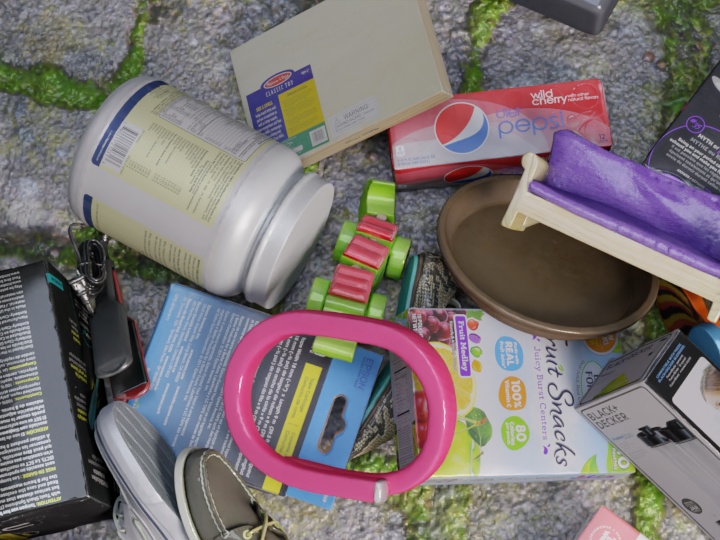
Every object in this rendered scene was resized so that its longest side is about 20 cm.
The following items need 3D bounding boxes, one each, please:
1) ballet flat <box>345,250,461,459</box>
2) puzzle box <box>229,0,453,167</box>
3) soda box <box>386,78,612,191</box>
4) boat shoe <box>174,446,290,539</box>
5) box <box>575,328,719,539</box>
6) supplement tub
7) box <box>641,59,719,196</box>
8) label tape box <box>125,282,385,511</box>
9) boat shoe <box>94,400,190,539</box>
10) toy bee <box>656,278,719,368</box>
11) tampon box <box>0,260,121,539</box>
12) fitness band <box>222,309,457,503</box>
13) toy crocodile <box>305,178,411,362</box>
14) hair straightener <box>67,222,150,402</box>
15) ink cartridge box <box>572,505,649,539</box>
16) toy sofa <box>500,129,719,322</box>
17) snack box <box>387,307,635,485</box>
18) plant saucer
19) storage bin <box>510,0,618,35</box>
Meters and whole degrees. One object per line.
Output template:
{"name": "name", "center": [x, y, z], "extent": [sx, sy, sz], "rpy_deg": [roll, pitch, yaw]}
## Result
{"name": "ballet flat", "center": [0.049, 0.082, 1.192], "extent": [0.075, 0.068, 0.201], "rpy_deg": [23, 74, -7]}
{"name": "puzzle box", "center": [-0.022, -0.179, 1.237], "extent": [0.199, 0.025, 0.134], "rpy_deg": [-22, 73, 26]}
{"name": "soda box", "center": [0.124, -0.123, 1.243], "extent": [0.198, 0.063, 0.071], "rpy_deg": [-7, 74, 1]}
{"name": "boat shoe", "center": [-0.086, 0.229, 1.111], "extent": [0.060, 0.072, 0.203], "rpy_deg": [-16, 105, 34]}
{"name": "box", "center": [0.284, 0.148, 1.107], "extent": [0.200, 0.117, 0.060], "rpy_deg": [44, 65, -4]}
{"name": "supplement tub", "center": [-0.138, -0.066, 1.193], "extent": [0.199, 0.145, 0.146], "rpy_deg": [28, 77, 9]}
{"name": "box", "center": [0.345, -0.116, 1.210], "extent": [0.122, 0.106, 0.200], "rpy_deg": [37, 79, 12]}
{"name": "label tape box", "center": [-0.093, 0.113, 1.184], "extent": [0.199, 0.063, 0.145], "rpy_deg": [18, 77, 7]}
{"name": "boat shoe", "center": [-0.172, 0.203, 1.123], "extent": [0.066, 0.074, 0.201], "rpy_deg": [-28, 104, 13]}
{"name": "toy bee", "center": [0.310, 0.085, 1.166], "extent": [0.130, 0.109, 0.201], "rpy_deg": [-3, 45, -5]}
{"name": "tampon box", "center": [-0.287, 0.117, 1.145], "extent": [0.125, 0.150, 0.201], "rpy_deg": [-13, 74, -1]}
{"name": "fitness band", "center": [-0.020, 0.106, 1.091], "extent": [0.199, 0.037, 0.145], "rpy_deg": [7, 95, 25]}
{"name": "toy crocodile", "center": [0.000, 0.000, 1.188], "extent": [0.067, 0.062, 0.201], "rpy_deg": [18, 46, 5]}
{"name": "hair straightener", "center": [-0.221, 0.017, 1.181], "extent": [0.041, 0.077, 0.201], "rpy_deg": [-20, 47, 6]}
{"name": "ink cartridge box", "center": [0.243, 0.301, 1.117], "extent": [0.199, 0.068, 0.117], "rpy_deg": [36, 79, 11]}
{"name": "toy sofa", "center": [0.223, -0.042, 1.116], "extent": [0.199, 0.083, 0.098], "rpy_deg": [26, 98, 14]}
{"name": "snack box", "center": [0.127, 0.106, 1.152], "extent": [0.198, 0.053, 0.143], "rpy_deg": [2, 75, -20]}
{"name": "plant saucer", "center": [0.160, -0.009, 1.181], "extent": [0.198, 0.030, 0.201], "rpy_deg": [9, 42, -8]}
{"name": "storage bin", "center": [0.180, -0.317, 1.264], "extent": [0.199, 0.146, 0.135], "rpy_deg": [24, 87, 8]}
